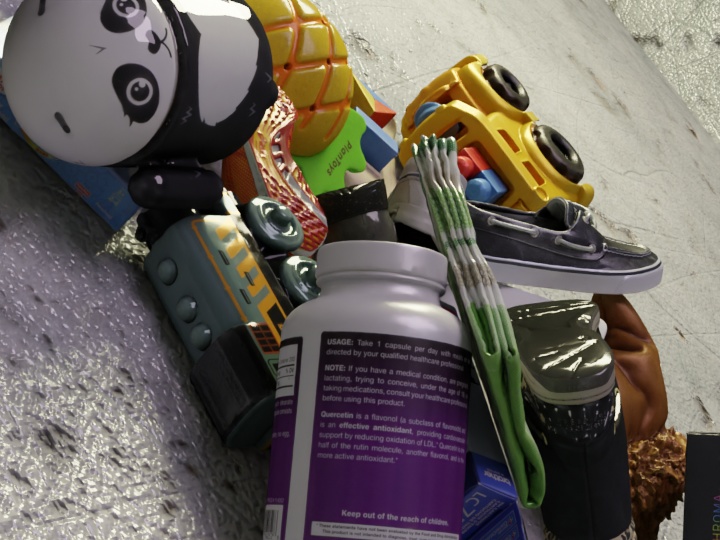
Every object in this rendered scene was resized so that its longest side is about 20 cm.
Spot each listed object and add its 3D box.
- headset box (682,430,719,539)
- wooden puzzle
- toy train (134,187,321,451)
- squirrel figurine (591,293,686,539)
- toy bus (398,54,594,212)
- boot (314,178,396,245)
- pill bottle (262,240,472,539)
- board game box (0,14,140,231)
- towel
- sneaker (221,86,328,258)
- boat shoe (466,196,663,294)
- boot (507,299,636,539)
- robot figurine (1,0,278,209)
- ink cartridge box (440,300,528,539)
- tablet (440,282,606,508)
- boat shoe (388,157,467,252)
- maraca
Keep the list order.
[{"bbox_3d":[0.290,0.227,1.060,0.200,0.092,0.175,54,40,-60],"label":"headset box"},{"bbox_3d":[-0.026,-0.158,1.331,0.185,0.046,0.200,41,24,-18],"label":"wooden puzzle"},{"bbox_3d":[-0.072,0.028,0.920,0.114,0.085,0.201,1,51,-48],"label":"toy train"},{"bbox_3d":[0.183,0.135,1.126,0.200,0.141,0.187,53,22,5],"label":"squirrel figurine"},{"bbox_3d":[0.102,-0.104,1.372,0.201,0.136,0.192,54,27,13],"label":"toy bus"},{"bbox_3d":[0.000,0.000,1.110,0.200,0.067,0.132,-145,-139,-85],"label":"boot"},{"bbox_3d":[0.006,0.090,0.808,0.112,0.112,0.202,19,72,-50],"label":"pill bottle"},{"bbox_3d":[-0.184,-0.124,1.006,0.151,0.037,0.200,45,24,-9],"label":"board game box"},{"bbox_3d":[0.078,0.027,0.885,0.201,0.030,0.150,-105,177,-46],"label":"towel"},{"bbox_3d":[-0.083,-0.077,1.056,0.073,0.077,0.201,18,44,-35],"label":"sneaker"},{"bbox_3d":[0.164,-0.025,1.155,0.199,0.068,0.072,5,16,-21],"label":"boat shoe"},{"bbox_3d":[0.139,0.109,0.963,0.204,0.073,0.155,-86,167,-77],"label":"boot"},{"bbox_3d":[-0.132,-0.127,0.896,0.150,0.125,0.200,39,21,20],"label":"robot figurine"},{"bbox_3d":[0.033,0.122,0.900,0.042,0.119,0.201,25,32,-34],"label":"ink cartridge box"},{"bbox_3d":[0.096,0.082,1.051,0.129,0.014,0.200,18,44,14],"label":"tablet"},{"bbox_3d":[0.046,-0.027,1.183,0.071,0.070,0.200,23,-15,1],"label":"boat shoe"},{"bbox_3d":[-0.054,-0.147,1.190,0.201,0.106,0.137,58,47,-29],"label":"maraca"}]
